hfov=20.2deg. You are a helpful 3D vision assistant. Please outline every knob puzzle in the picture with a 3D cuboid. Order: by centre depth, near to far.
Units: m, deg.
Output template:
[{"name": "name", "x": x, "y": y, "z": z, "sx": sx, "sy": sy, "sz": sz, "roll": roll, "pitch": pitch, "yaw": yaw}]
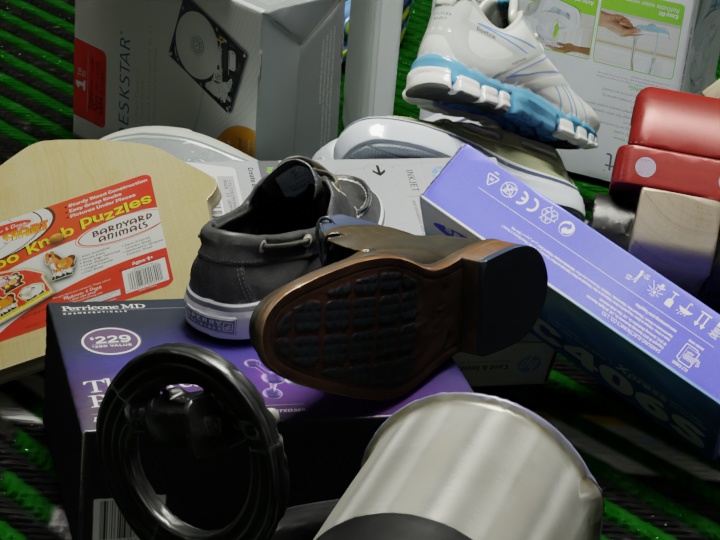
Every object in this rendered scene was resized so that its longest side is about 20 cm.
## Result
[{"name": "knob puzzle", "x": -0.172, "y": -0.008, "z": 1.163, "sx": 0.219, "sy": 0.030, "sz": 0.220, "roll": -11, "pitch": 40, "yaw": 9}]

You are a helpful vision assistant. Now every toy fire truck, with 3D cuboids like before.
[{"name": "toy fire truck", "x": 0.208, "y": -0.073, "z": 1.206, "sx": 0.128, "sy": 0.200, "sz": 0.176, "roll": 10, "pitch": -10, "yaw": 6}]

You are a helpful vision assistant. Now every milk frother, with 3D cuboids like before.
[{"name": "milk frother", "x": -0.003, "y": 0.099, "z": 0.843, "sx": 0.180, "sy": 0.200, "sz": 0.188, "roll": 8, "pitch": 24, "yaw": 16}]

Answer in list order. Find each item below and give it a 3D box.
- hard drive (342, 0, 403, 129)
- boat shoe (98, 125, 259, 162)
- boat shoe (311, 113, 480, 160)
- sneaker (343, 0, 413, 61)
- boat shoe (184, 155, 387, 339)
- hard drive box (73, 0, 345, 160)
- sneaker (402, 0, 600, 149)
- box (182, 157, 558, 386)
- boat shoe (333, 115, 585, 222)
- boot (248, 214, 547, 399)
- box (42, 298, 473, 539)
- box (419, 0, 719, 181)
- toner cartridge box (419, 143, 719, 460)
[{"name": "hard drive", "x": 0.010, "y": -0.181, "z": 1.445, "sx": 0.026, "sy": 0.200, "sz": 0.132, "roll": 2, "pitch": 25, "yaw": -6}, {"name": "boat shoe", "x": -0.093, "y": -0.040, "z": 1.274, "sx": 0.200, "sy": 0.070, "sz": 0.072, "roll": 16, "pitch": 21, "yaw": 14}, {"name": "boat shoe", "x": 0.049, "y": -0.062, "z": 1.376, "sx": 0.200, "sy": 0.074, "sz": 0.067, "roll": -19, "pitch": 60, "yaw": -40}, {"name": "sneaker", "x": -0.022, "y": -0.209, "z": 1.655, "sx": 0.083, "sy": 0.071, "sz": 0.200, "roll": 27, "pitch": 35, "yaw": 27}, {"name": "boat shoe", "x": -0.037, "y": -0.027, "z": 1.088, "sx": 0.070, "sy": 0.066, "sz": 0.200, "roll": 15, "pitch": 24, "yaw": 22}, {"name": "hard drive box", "x": -0.107, "y": -0.138, "z": 1.383, "sx": 0.077, "sy": 0.156, "sz": 0.200, "roll": -19, "pitch": 33, "yaw": -40}, {"name": "sneaker", "x": 0.104, "y": -0.132, "z": 1.329, "sx": 0.075, "sy": 0.087, "sz": 0.200, "roll": 4, "pitch": -8, "yaw": 32}, {"name": "box", "x": 0.000, "y": 0.000, "z": 1.184, "sx": 0.200, "sy": 0.041, "sz": 0.156, "roll": -3, "pitch": 47, "yaw": -14}, {"name": "boat shoe", "x": 0.060, "y": -0.065, "z": 1.304, "sx": 0.200, "sy": 0.072, "sz": 0.062, "roll": 17, "pitch": 44, "yaw": -38}, {"name": "boot", "x": -0.004, "y": 0.016, "z": 1.010, "sx": 0.097, "sy": 0.075, "sz": 0.200, "roll": 15, "pitch": 15, "yaw": 41}, {"name": "box", "x": -0.054, "y": 0.075, "z": 1.031, "sx": 0.200, "sy": 0.079, "sz": 0.141, "roll": -2, "pitch": 23, "yaw": -16}, {"name": "box", "x": 0.156, "y": -0.169, "z": 1.479, "sx": 0.200, "sy": 0.177, "sz": 0.097, "roll": 16, "pitch": 27, "yaw": 22}, {"name": "toner cartridge box", "x": 0.125, "y": 0.018, "z": 1.099, "sx": 0.200, "sy": 0.095, "sz": 0.043, "roll": 36, "pitch": 74, "yaw": 19}]
